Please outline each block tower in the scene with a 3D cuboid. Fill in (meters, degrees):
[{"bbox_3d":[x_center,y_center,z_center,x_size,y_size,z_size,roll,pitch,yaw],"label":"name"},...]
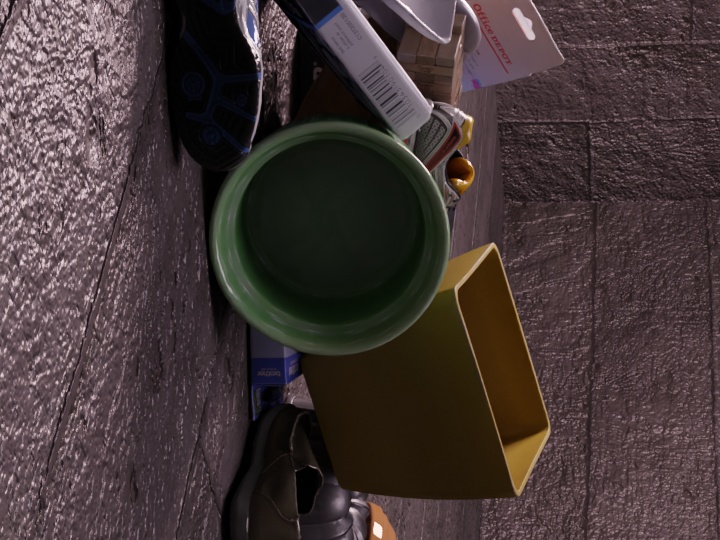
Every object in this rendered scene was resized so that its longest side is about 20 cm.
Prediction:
[{"bbox_3d":[0.062,-0.143,1.641,0.200,0.054,0.058,90,13,-46],"label":"block tower"}]

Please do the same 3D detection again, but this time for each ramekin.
[{"bbox_3d":[-0.025,-0.037,1.515,0.098,0.199,0.201,-85,173,-73],"label":"ramekin"}]

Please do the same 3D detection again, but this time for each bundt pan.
[{"bbox_3d":[-0.035,0.225,1.798,0.202,0.075,0.203,0,90,-82],"label":"bundt pan"}]

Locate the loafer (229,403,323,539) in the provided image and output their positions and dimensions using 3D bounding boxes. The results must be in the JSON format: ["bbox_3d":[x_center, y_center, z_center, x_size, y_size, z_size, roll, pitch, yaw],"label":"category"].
[{"bbox_3d":[-0.066,0.191,1.608,0.200,0.069,0.075,-73,165,-58],"label":"loafer"}]

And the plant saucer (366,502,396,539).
[{"bbox_3d":[-0.002,0.347,1.895,0.200,0.037,0.201,-163,-90,-83],"label":"plant saucer"}]

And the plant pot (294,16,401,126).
[{"bbox_3d":[-0.012,-0.154,1.703,0.200,0.027,0.200,-48,-156,29],"label":"plant pot"}]

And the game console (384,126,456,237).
[{"bbox_3d":[0.052,-0.110,1.786,0.177,0.031,0.200,-84,153,-46],"label":"game console"}]

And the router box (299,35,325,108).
[{"bbox_3d":[-0.026,-0.151,1.920,0.149,0.051,0.201,13,77,-78],"label":"router box"}]

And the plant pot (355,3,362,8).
[{"bbox_3d":[0.001,-0.361,1.714,0.196,0.195,0.200,80,25,-48],"label":"plant pot"}]

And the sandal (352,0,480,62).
[{"bbox_3d":[0.028,-0.269,1.615,0.079,0.206,0.059,-46,-167,45],"label":"sandal"}]

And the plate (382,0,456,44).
[{"bbox_3d":[0.010,-0.311,1.534,0.200,0.032,0.200,36,46,-28],"label":"plate"}]

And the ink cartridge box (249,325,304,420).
[{"bbox_3d":[-0.075,0.033,1.671,0.119,0.042,0.201,-21,112,-80],"label":"ink cartridge box"}]

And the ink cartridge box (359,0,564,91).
[{"bbox_3d":[0.109,-0.247,1.795,0.117,0.199,0.068,55,46,-28],"label":"ink cartridge box"}]

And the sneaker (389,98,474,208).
[{"bbox_3d":[0.058,-0.068,1.623,0.200,0.082,0.078,98,3,-47],"label":"sneaker"}]

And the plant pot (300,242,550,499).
[{"bbox_3d":[0.057,0.108,1.704,0.200,0.176,0.201,-41,115,-69],"label":"plant pot"}]

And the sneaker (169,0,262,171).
[{"bbox_3d":[-0.104,-0.177,1.374,0.077,0.075,0.201,-31,122,-74],"label":"sneaker"}]

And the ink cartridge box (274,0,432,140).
[{"bbox_3d":[-0.034,-0.218,1.534,0.198,0.043,0.200,50,0,-24],"label":"ink cartridge box"}]
